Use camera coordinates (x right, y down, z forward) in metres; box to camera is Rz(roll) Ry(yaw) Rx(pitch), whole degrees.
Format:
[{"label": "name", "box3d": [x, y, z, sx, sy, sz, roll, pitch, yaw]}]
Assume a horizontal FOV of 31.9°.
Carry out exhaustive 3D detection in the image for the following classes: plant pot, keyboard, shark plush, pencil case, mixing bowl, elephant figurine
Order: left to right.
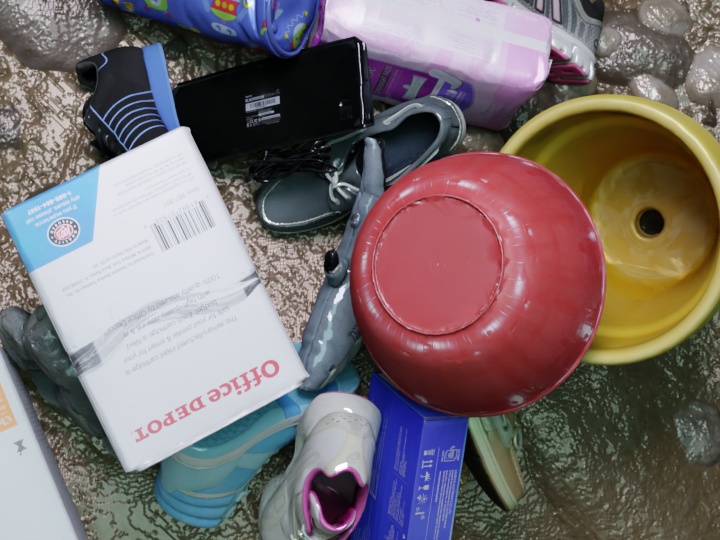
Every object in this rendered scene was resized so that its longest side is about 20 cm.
[{"label": "elephant figurine", "box3d": [-0.180, 0.024, 1.019, 0.200, 0.141, 0.156, -42, 121, -25]}, {"label": "pencil case", "box3d": [-0.126, -0.235, 1.022, 0.198, 0.088, 0.078, 19, 46, 25]}, {"label": "keyboard", "box3d": [-0.070, -0.122, 1.044, 0.198, 0.039, 0.106, -8, 81, 33]}, {"label": "shark plush", "box3d": [0.000, 0.000, 1.006, 0.090, 0.083, 0.202, 33, 111, 30]}, {"label": "mixing bowl", "box3d": [0.069, 0.003, 0.901, 0.197, 0.108, 0.204, -2, 83, 20]}, {"label": "plant pot", "box3d": [0.218, -0.036, 1.018, 0.198, 0.188, 0.204, 2, 95, 27]}]

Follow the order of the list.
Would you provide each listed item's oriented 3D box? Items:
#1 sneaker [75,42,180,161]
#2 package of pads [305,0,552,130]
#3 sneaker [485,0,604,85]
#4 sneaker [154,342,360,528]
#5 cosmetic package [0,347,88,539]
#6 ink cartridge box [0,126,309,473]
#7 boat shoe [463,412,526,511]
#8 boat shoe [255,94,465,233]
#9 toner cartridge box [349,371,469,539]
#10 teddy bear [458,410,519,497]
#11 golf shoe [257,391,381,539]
[{"label": "sneaker", "box3d": [-0.182, -0.102, 1.024, 0.077, 0.071, 0.202, -12, 53, -10]}, {"label": "package of pads", "box3d": [0.054, -0.186, 1.065, 0.197, 0.121, 0.077, 14, 72, -7]}, {"label": "sneaker", "box3d": [0.140, -0.248, 1.101, 0.199, 0.073, 0.088, 33, 72, -22]}, {"label": "sneaker", "box3d": [-0.093, 0.140, 1.047, 0.198, 0.132, 0.080, -17, 52, -41]}, {"label": "cosmetic package", "box3d": [-0.294, 0.173, 1.010, 0.100, 0.071, 0.202, -24, 89, -10]}, {"label": "ink cartridge box", "box3d": [-0.147, 0.023, 0.909, 0.144, 0.084, 0.202, -26, 90, -12]}, {"label": "boat shoe", "box3d": [0.096, 0.094, 1.011, 0.062, 0.073, 0.203, -23, 92, -11]}, {"label": "boat shoe", "box3d": [-0.007, -0.088, 1.051, 0.198, 0.062, 0.074, -24, 92, 14]}, {"label": "toner cartridge box", "box3d": [0.034, 0.191, 1.009, 0.043, 0.095, 0.203, -1, 108, -25]}, {"label": "teddy bear", "box3d": [0.074, 0.098, 1.080, 0.143, 0.067, 0.203, 7, 93, -3]}, {"label": "golf shoe", "box3d": [-0.038, 0.193, 0.999, 0.074, 0.092, 0.202, 12, 123, -10]}]
